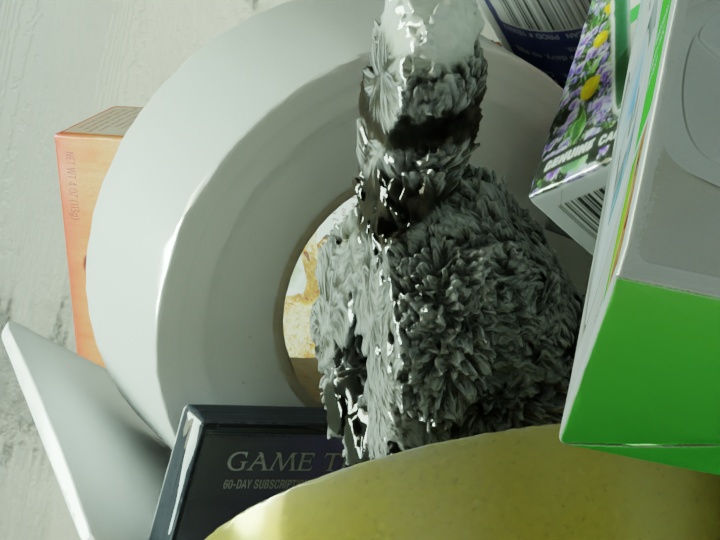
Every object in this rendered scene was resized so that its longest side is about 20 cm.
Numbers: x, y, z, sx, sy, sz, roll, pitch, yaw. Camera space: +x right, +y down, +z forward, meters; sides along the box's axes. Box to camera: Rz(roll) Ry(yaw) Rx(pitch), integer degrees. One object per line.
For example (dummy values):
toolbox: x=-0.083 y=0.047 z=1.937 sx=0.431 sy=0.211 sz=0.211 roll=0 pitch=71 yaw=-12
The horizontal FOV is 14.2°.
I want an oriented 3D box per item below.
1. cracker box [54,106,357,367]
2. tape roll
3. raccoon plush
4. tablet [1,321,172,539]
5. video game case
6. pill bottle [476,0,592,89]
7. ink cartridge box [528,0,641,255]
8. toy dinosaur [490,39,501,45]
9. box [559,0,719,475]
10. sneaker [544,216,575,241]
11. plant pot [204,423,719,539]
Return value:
cracker box: x=-0.030 y=0.003 z=1.249 sx=0.058 sy=0.199 sz=0.135 roll=-34 pitch=-57 yaw=-58
tape roll: x=0.000 y=0.000 z=1.097 sx=0.071 sy=0.202 sz=0.203 roll=37 pitch=119 yaw=54
raccoon plush: x=0.066 y=0.000 z=0.961 sx=0.097 sy=0.133 sz=0.201 roll=-113 pitch=27 yaw=-43
tablet: x=-0.052 y=0.095 z=1.134 sx=0.014 sy=0.200 sz=0.130 roll=-45 pitch=44 yaw=16
video game case: x=-0.029 y=0.146 z=1.082 sx=0.019 sy=0.142 sz=0.201 roll=33 pitch=113 yaw=49
pill bottle: x=0.111 y=-0.103 z=1.140 sx=0.200 sy=0.111 sz=0.111 roll=56 pitch=-142 yaw=-43
ink cartridge box: x=0.130 y=-0.101 z=0.935 sx=0.109 sy=0.050 sz=0.201 roll=-22 pitch=38 yaw=44
toy dinosaur: x=0.109 y=-0.010 z=1.256 sx=0.136 sy=0.102 sz=0.201 roll=-93 pitch=-5 yaw=-71
box: x=0.118 y=-0.049 z=0.729 sx=0.200 sy=0.096 sz=0.177 roll=89 pitch=-168 yaw=-77
sneaker: x=0.116 y=-0.019 z=0.983 sx=0.200 sy=0.106 sz=0.075 roll=-4 pitch=-73 yaw=-88
plant pot: x=0.049 y=0.153 z=0.972 sx=0.200 sy=0.199 sz=0.143 roll=96 pitch=164 yaw=-68
